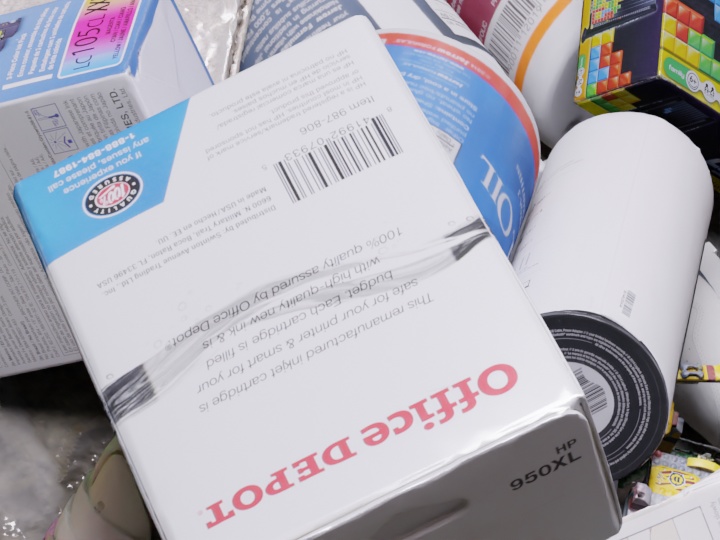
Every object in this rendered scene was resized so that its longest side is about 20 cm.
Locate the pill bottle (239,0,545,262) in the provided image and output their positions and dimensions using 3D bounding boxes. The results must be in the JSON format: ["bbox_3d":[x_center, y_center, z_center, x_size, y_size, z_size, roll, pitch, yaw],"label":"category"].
[{"bbox_3d":[0.004,-0.077,1.398,0.119,0.120,0.200,-13,47,-29],"label":"pill bottle"}]

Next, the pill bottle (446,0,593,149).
[{"bbox_3d":[0.079,-0.162,1.524,0.114,0.115,0.200,-16,50,-32],"label":"pill bottle"}]

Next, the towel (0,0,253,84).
[{"bbox_3d":[-0.122,-0.090,1.355,0.132,0.035,0.201,5,66,11],"label":"towel"}]

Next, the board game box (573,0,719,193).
[{"bbox_3d":[0.192,-0.120,1.436,0.199,0.056,0.166,27,60,-39],"label":"board game box"}]

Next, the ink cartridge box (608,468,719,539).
[{"bbox_3d":[0.179,0.145,1.143,0.199,0.162,0.050,-22,2,0],"label":"ink cartridge box"}]

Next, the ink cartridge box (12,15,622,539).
[{"bbox_3d":[-0.017,0.029,1.026,0.144,0.084,0.201,-26,50,-2],"label":"ink cartridge box"}]

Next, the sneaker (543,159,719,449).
[{"bbox_3d":[0.128,0.019,1.376,0.080,0.077,0.200,-15,43,-16],"label":"sneaker"}]

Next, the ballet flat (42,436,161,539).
[{"bbox_3d":[-0.053,0.087,1.097,0.199,0.072,0.069,-13,26,19],"label":"ballet flat"}]

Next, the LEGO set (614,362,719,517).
[{"bbox_3d":[0.174,0.101,1.227,0.199,0.116,0.154,22,56,2],"label":"LEGO set"}]

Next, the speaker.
[{"bbox_3d":[0.100,0.007,1.240,0.081,0.082,0.200,18,28,3],"label":"speaker"}]

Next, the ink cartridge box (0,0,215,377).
[{"bbox_3d":[-0.152,-0.030,1.244,0.199,0.137,0.077,-13,34,18],"label":"ink cartridge box"}]

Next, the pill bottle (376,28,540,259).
[{"bbox_3d":[0.000,0.000,1.188,0.112,0.113,0.200,19,41,4],"label":"pill bottle"}]
